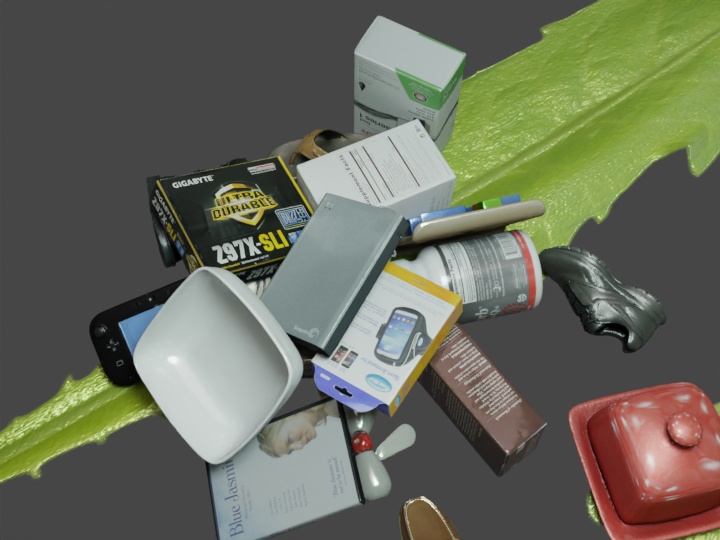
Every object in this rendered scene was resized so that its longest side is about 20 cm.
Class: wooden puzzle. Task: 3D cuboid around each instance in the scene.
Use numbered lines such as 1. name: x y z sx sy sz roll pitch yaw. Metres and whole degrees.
1. wooden puzzle: 0.139 -0.068 1.376 0.184 0.200 0.047 -12 85 -9

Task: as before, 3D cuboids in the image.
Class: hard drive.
1. hard drive: -0.041 0.002 1.272 0.139 0.033 0.201 19 71 40

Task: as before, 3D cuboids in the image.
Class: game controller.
1. game controller: -0.260 0.077 1.323 0.199 0.042 0.105 -22 84 6

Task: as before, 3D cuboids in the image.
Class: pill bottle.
1. pill bottle: 0.142 0.016 1.377 0.198 0.116 0.117 -11 61 -9

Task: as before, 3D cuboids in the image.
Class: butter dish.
1. butter dish: 0.390 0.223 1.253 0.198 0.148 0.201 -10 60 -8

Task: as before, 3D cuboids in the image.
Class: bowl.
1. bowl: -0.168 0.114 1.241 0.200 0.200 0.074 50 26 16

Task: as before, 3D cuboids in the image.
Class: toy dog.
1. toy dog: 0.005 0.199 1.284 0.131 0.096 0.202 -1 69 25

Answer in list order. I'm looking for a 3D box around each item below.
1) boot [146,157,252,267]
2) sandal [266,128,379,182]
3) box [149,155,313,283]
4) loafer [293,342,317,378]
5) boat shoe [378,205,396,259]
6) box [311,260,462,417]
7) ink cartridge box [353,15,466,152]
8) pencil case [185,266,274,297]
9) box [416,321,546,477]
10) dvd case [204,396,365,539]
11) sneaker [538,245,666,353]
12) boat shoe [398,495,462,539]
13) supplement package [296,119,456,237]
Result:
1. boot: -0.215 -0.091 1.418 0.167 0.077 0.201 -12 36 -8
2. sandal: -0.049 -0.181 1.508 0.198 0.055 0.082 -5 59 6
3. box: -0.161 -0.066 1.343 0.199 0.049 0.160 -16 67 -37
4. loafer: -0.098 0.108 1.335 0.198 0.076 0.069 -8 67 -7
5. boat shoe: -0.001 0.000 1.319 0.075 0.065 0.202 48 68 -26
6. box: 0.029 0.091 1.248 0.118 0.042 0.200 27 66 23
7. ink cartridge box: 0.069 -0.262 1.486 0.145 0.200 0.085 26 65 13
8. pencil case: -0.143 0.029 1.376 0.198 0.078 0.090 9 81 3
9. box: 0.148 0.162 1.301 0.075 0.100 0.200 -32 67 -16
10. dvd case: -0.100 0.254 1.239 0.199 0.018 0.144 -23 61 14
11. sneaker: 0.329 0.039 1.401 0.199 0.076 0.091 34 71 18
12. boat shoe: 0.109 0.365 1.199 0.075 0.074 0.201 -20 63 -14
13. supplement package: 0.020 -0.109 1.438 0.199 0.122 0.120 -23 64 -15
